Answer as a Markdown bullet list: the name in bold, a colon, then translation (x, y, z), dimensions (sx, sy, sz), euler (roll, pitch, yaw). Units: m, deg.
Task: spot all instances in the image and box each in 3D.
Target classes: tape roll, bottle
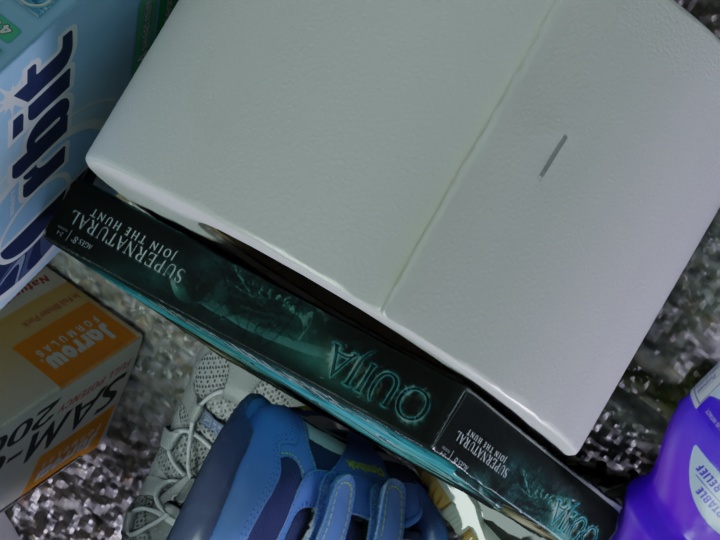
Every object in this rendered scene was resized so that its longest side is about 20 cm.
- **tape roll**: translation (0.024, -0.045, 0.909), dimensions (0.202, 0.203, 0.140), euler (29, 84, 19)
- **bottle**: translation (0.155, 0.067, 0.951), dimensions (0.084, 0.065, 0.200), euler (47, 109, 12)

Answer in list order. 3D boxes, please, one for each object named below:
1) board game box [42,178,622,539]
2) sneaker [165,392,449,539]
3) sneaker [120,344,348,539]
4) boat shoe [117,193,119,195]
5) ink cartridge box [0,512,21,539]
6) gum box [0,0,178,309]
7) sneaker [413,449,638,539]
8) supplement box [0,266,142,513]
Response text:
- **board game box**: translation (-0.010, 0.037, 0.959), dimensions (0.200, 0.135, 0.028), euler (27, 83, 37)
- **sneaker**: translation (-0.018, 0.096, 1.002), dimensions (0.082, 0.200, 0.074), euler (32, 100, 14)
- **sneaker**: translation (-0.062, 0.104, 1.135), dimensions (0.075, 0.082, 0.201), euler (28, 124, 20)
- **boat shoe**: translation (-0.103, -0.067, 1.090), dimensions (0.199, 0.059, 0.072), euler (-22, 86, 18)
- **ink cartridge box**: translation (-0.282, 0.157, 1.230), dimensions (0.146, 0.200, 0.147), euler (-28, 96, 37)
- **gum box**: translation (-0.133, -0.048, 0.934), dimensions (0.044, 0.200, 0.170), euler (36, 152, 11)
- **sneaker**: translation (0.111, 0.105, 1.041), dimensions (0.200, 0.076, 0.088), euler (41, 114, 5)
- **supplement box**: translation (-0.216, 0.023, 1.171), dimensions (0.200, 0.126, 0.074), euler (34, 125, 15)
